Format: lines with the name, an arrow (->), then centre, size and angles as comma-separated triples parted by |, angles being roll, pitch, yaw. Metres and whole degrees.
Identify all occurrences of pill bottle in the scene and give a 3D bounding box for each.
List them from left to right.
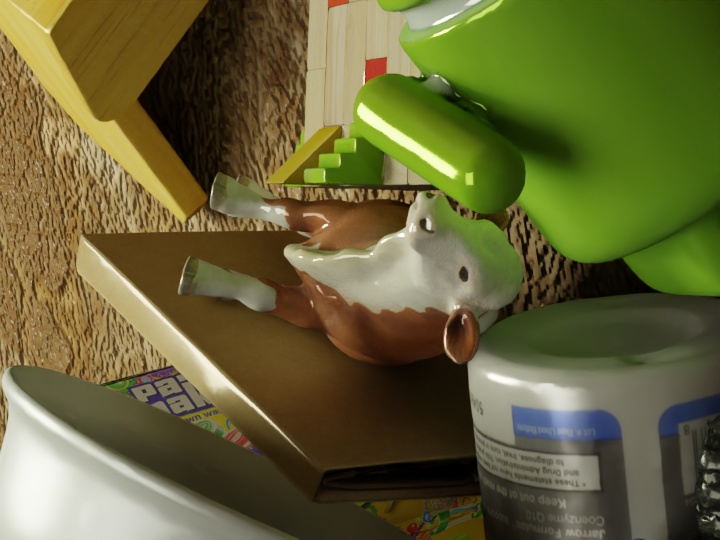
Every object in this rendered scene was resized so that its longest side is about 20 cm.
pill bottle -> 0.105, 0.118, 0.938 | 0.114, 0.113, 0.201 | 16, 116, 57

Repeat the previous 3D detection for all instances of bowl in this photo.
bowl -> -0.058, 0.117, 0.918 | 0.201, 0.201, 0.091 | 26, 91, 53

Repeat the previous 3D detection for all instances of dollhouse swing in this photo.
dollhouse swing -> -0.119, -0.158, 1.281 | 0.182, 0.176, 0.200 | -53, 44, 3

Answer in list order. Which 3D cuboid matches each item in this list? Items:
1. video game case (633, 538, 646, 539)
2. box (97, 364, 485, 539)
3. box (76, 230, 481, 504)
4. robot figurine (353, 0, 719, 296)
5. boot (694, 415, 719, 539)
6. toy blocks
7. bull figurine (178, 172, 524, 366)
video game case -> 0.141, 0.182, 0.795 | 0.200, 0.018, 0.144 | 17, 90, 48
box -> -0.051, 0.141, 1.129 | 0.122, 0.199, 0.193 | 52, 144, 35
box -> -0.006, 0.035, 1.042 | 0.200, 0.163, 0.021 | 41, 122, 45
robot figurine -> 0.080, -0.085, 0.852 | 0.200, 0.175, 0.116 | 53, 167, -12
boot -> 0.180, 0.053, 0.814 | 0.158, 0.079, 0.212 | 23, 123, 54
toy blocks -> 0.026, -0.102, 1.011 | 0.200, 0.099, 0.138 | -175, 87, -70
bull figurine -> 0.000, 0.000, 0.954 | 0.200, 0.121, 0.065 | 73, -147, -84
